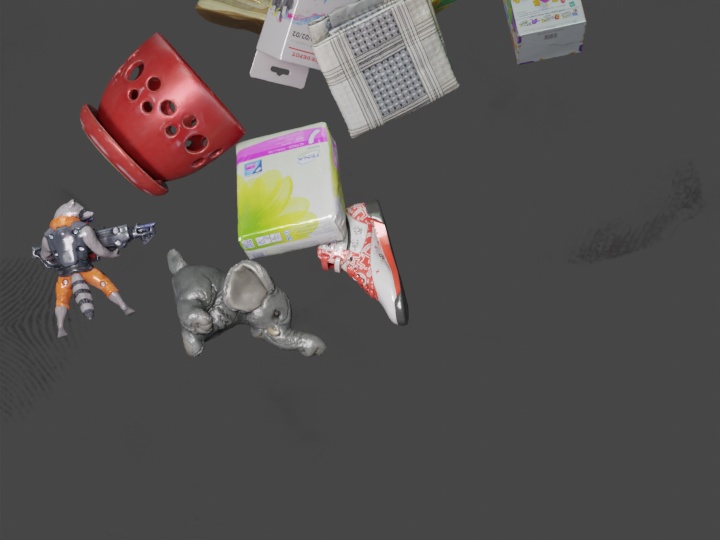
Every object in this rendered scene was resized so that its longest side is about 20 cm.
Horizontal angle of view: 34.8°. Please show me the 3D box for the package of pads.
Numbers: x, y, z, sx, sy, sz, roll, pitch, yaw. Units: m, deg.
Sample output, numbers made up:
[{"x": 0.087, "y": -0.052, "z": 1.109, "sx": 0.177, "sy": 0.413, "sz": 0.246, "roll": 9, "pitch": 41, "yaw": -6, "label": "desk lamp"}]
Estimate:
[{"x": -0.102, "y": -0.119, "z": 1.700, "sx": 0.154, "sy": 0.068, "sz": 0.200, "roll": -12, "pitch": 53, "yaw": 9, "label": "package of pads"}]

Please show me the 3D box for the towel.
[{"x": 0.037, "y": -0.319, "z": 1.723, "sx": 0.192, "sy": 0.200, "sz": 0.035, "roll": -24, "pitch": 30, "yaw": 0, "label": "towel"}]

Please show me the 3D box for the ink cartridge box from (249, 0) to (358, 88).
[{"x": -0.080, "y": -0.369, "z": 1.732, "sx": 0.068, "sy": 0.115, "sz": 0.200, "roll": 32, "pitch": 109, "yaw": 43, "label": "ink cartridge box"}]

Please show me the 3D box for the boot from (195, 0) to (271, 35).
[{"x": -0.148, "y": -0.455, "z": 1.826, "sx": 0.200, "sy": 0.073, "sz": 0.156, "roll": 16, "pitch": 80, "yaw": 18, "label": "boot"}]

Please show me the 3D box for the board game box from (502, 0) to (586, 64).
[{"x": 0.270, "y": -0.434, "z": 1.756, "sx": 0.105, "sy": 0.103, "sz": 0.200, "roll": -11, "pitch": 74, "yaw": 4, "label": "board game box"}]

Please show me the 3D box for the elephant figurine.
[{"x": -0.166, "y": 0.048, "z": 1.677, "sx": 0.200, "sy": 0.155, "sz": 0.142, "roll": -12, "pitch": 30, "yaw": -7, "label": "elephant figurine"}]

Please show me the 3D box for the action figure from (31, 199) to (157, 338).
[{"x": -0.400, "y": -0.019, "z": 1.723, "sx": 0.200, "sy": 0.105, "sz": 0.194, "roll": -20, "pitch": 83, "yaw": 3, "label": "action figure"}]

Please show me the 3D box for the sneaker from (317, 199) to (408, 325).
[{"x": 0.000, "y": 0.000, "z": 1.689, "sx": 0.108, "sy": 0.067, "sz": 0.202, "roll": -16, "pitch": 70, "yaw": 3, "label": "sneaker"}]

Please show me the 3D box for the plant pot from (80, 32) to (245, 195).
[{"x": -0.299, "y": -0.222, "z": 1.720, "sx": 0.182, "sy": 0.200, "sz": 0.200, "roll": -44, "pitch": 74, "yaw": 1, "label": "plant pot"}]

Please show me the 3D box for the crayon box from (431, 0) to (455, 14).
[{"x": 0.086, "y": -0.460, "z": 1.812, "sx": 0.200, "sy": 0.052, "sz": 0.126, "roll": -37, "pitch": 74, "yaw": -4, "label": "crayon box"}]
